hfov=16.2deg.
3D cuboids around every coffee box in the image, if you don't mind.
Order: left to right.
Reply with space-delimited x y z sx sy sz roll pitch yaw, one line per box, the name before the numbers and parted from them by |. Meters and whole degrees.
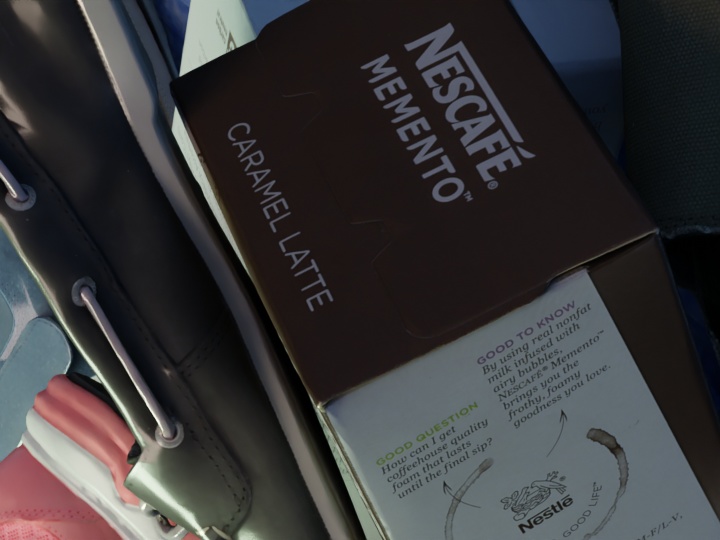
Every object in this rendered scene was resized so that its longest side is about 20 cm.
coffee box | 0.036 0.038 0.606 0.115 0.079 0.200 62 177 44

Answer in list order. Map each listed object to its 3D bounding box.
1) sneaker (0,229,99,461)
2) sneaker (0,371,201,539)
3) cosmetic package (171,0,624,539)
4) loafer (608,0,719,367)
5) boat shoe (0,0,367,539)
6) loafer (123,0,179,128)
sneaker | -0.144 0.048 0.923 0.199 0.080 0.147 -20 88 34
sneaker | -0.031 0.122 0.649 0.200 0.087 0.074 45 -179 9
cosmetic package | 0.000 0.000 0.697 0.201 0.101 0.071 103 153 -42
loafer | 0.096 -0.029 0.586 0.075 0.069 0.201 -24 91 57
boat shoe | -0.052 0.010 0.585 0.067 0.057 0.201 -113 -2 -79
loafer | -0.098 -0.060 0.826 0.072 0.063 0.200 -41 78 23
